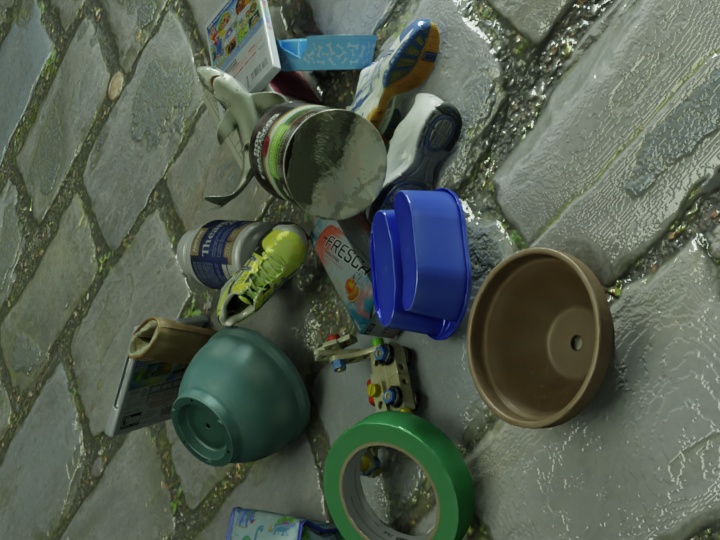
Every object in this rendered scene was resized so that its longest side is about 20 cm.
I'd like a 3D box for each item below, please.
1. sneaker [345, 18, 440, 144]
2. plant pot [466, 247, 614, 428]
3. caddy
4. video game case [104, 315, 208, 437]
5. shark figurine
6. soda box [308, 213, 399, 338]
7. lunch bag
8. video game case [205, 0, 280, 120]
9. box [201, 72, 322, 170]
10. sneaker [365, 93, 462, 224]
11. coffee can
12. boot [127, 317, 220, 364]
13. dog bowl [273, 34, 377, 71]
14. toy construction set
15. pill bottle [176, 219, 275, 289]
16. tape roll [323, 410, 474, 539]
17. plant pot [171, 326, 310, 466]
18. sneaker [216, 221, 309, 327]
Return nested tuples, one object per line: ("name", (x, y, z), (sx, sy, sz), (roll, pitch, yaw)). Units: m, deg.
("sneaker", (0.035, -0.276, 1.621), (0.201, 0.075, 0.088), (-57, 45, 25))
("plant pot", (0.222, 0.080, 1.324), (0.200, 0.092, 0.204), (-12, 74, 47))
("caddy", (0.086, -0.010, 1.494), (0.141, 0.104, 0.202), (140, 131, -58))
("video game case", (-0.331, 0.169, 1.892), (0.022, 0.200, 0.184), (22, 102, 22))
("shark figurine", (-0.177, -0.194, 1.708), (0.089, 0.126, 0.217), (-141, 48, -71))
("soda box", (0.000, 0.000, 1.617), (0.064, 0.068, 0.201), (-55, 46, 28))
("lunch bag", (-0.109, 0.448, 1.628), (0.169, 0.127, 0.203), (-5, 70, 49))
("video game case", (-0.182, -0.343, 1.765), (0.143, 0.018, 0.202), (-40, 51, 38))
("box", (-0.146, -0.250, 1.805), (0.128, 0.108, 0.201), (-54, 48, 26))
("sneaker", (0.067, -0.150, 1.579), (0.201, 0.074, 0.087), (-58, 33, 17))
("coffee can", (-0.062, -0.156, 1.602), (0.200, 0.145, 0.148), (-151, 73, -68))
("boot", (-0.279, 0.133, 1.824), (0.175, 0.198, 0.067), (-45, 53, 35))
("dog bowl", (-0.058, -0.323, 1.720), (0.199, 0.111, 0.050), (11, 106, 50))
("toy construction set", (0.015, 0.169, 1.564), (0.131, 0.091, 0.202), (-36, 68, 40))
("pill bottle", (-0.207, -0.024, 1.835), (0.199, 0.110, 0.113), (4, 87, 50))
("tape roll", (0.046, 0.282, 1.469), (0.198, 0.048, 0.203), (9, 107, 30))
("plant pot", (-0.192, 0.202, 1.693), (0.199, 0.134, 0.202), (20, 127, 29))
("sneaker", (-0.141, 0.012, 1.684), (0.200, 0.075, 0.077), (-50, 15, 31))
